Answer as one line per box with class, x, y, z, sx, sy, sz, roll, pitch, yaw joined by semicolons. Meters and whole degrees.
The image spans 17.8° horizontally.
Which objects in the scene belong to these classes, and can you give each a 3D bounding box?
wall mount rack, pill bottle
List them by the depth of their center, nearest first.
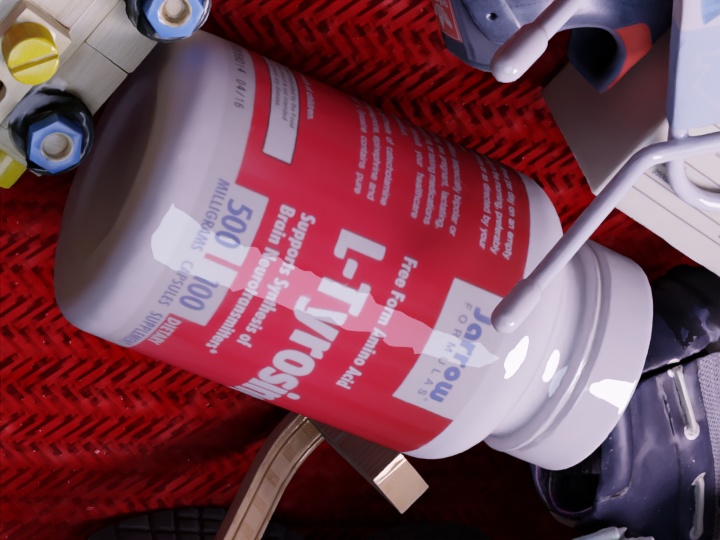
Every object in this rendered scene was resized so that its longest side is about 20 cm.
wall mount rack;0.116;-0.062;0.744;0.172;0.075;0.201;-13;138;-7
pill bottle;0.000;0.000;0.827;0.199;0.113;0.113;22;119;-21

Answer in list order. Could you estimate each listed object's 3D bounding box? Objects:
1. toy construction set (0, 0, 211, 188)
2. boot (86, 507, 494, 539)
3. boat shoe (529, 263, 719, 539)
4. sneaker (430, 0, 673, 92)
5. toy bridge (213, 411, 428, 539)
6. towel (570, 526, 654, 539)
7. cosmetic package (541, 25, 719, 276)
toy construction set;-0.125;-0.094;0.750;0.200;0.093;0.131;-38;125;25
boot;-0.037;0.174;1.005;0.198;0.070;0.132;7;131;-17
boat shoe;0.109;0.097;0.964;0.092;0.074;0.201;-27;131;-33
sneaker;0.034;-0.118;0.780;0.199;0.075;0.085;23;109;-31
toy bridge;0.000;0.069;0.926;0.200;0.067;0.027;-44;130;-6
towel;0.061;0.187;0.971;0.199;0.048;0.171;-23;142;14
cosmetic package;0.174;-0.096;0.847;0.103;0.073;0.200;30;114;-34
